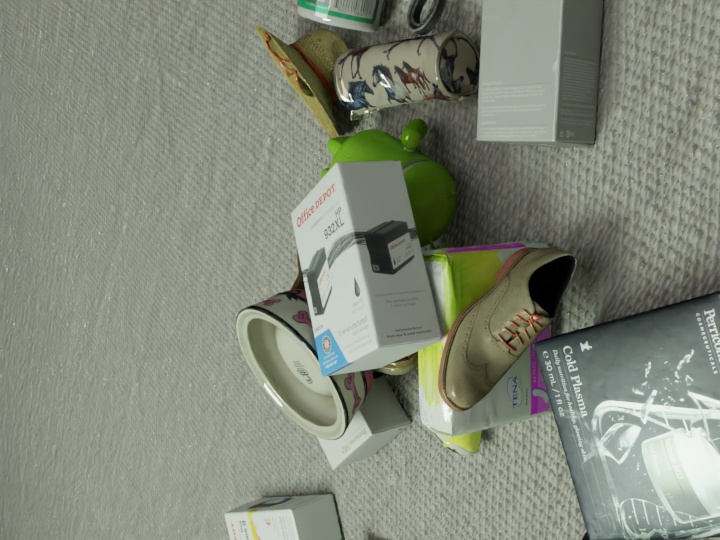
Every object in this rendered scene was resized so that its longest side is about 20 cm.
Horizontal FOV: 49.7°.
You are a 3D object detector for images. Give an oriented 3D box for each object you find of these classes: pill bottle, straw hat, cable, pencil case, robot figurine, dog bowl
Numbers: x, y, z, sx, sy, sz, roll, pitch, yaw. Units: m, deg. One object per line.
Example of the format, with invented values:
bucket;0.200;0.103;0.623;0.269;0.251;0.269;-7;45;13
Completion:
pill bottle;-0.010;-0.417;0.990;0.113;0.112;0.202;31;116;40
straw hat;-0.055;-0.282;1.069;0.085;0.201;0.202;-36;61;-2
cable;0.105;-0.375;0.896;0.200;0.050;0.098;-46;61;23
pencil case;0.056;-0.241;0.967;0.199;0.077;0.090;6;116;47
robot figurine;0.037;-0.103;0.977;0.200;0.115;0.177;36;122;38
dog bowl;-0.066;0.112;0.982;0.199;0.074;0.201;33;144;28

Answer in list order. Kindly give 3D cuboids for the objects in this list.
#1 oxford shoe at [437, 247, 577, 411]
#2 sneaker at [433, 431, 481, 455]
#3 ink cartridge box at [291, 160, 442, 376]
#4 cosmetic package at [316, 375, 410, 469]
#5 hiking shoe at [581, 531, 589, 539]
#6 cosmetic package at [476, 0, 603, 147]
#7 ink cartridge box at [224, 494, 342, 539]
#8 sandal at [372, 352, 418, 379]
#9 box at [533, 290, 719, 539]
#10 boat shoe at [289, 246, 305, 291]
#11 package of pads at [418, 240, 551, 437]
oxford shoe;0.147;0.053;0.779;0.201;0.070;0.075;-57;16;-17
sneaker;0.122;0.126;0.947;0.076;0.075;0.202;-9;90;48
ink cartridge box;0.000;0.000;0.856;0.145;0.083;0.202;-36;62;59
cosmetic package;-0.029;0.163;1.106;0.108;0.084;0.201;-49;59;35
hiking shoe;0.296;0.329;0.766;0.199;0.100;0.076;31;118;40
cosmetic package;0.189;-0.235;0.821;0.106;0.090;0.202;13;101;45
ink cartridge box;-0.119;0.442;1.238;0.199;0.087;0.147;-21;81;48
sandal;0.032;0.112;1.007;0.054;0.080;0.200;61;165;-14
box;0.296;0.135;0.727;0.196;0.123;0.202;-24;78;44
boat shoe;-0.047;0.015;1.018;0.074;0.066;0.201;34;132;24
package of pads;0.136;0.073;0.860;0.068;0.153;0.202;5;99;61
